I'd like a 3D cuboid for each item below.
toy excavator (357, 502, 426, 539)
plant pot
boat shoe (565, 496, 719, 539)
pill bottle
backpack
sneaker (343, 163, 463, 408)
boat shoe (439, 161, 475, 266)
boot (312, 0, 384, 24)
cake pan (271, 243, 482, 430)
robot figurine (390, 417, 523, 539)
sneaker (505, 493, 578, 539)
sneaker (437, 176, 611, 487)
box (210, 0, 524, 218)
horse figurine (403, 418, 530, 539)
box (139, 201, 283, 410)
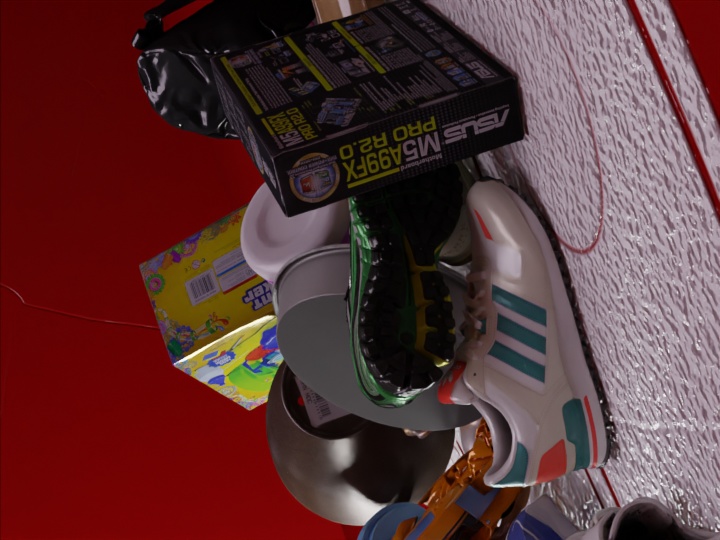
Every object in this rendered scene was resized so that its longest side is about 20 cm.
[{"bbox_3d":[0.084,0.276,1.217,0.195,0.099,0.200,53,147,15],"label":"toy excavator"},{"bbox_3d":[-0.011,0.127,1.278,0.200,0.185,0.188,66,-177,-72],"label":"plant pot"},{"bbox_3d":[0.156,0.161,0.787,0.200,0.071,0.066,176,80,-80],"label":"boat shoe"},{"bbox_3d":[0.000,0.000,1.136,0.200,0.104,0.105,38,-162,-43],"label":"pill bottle"},{"bbox_3d":[-0.099,-0.197,1.283,0.200,0.165,0.128,-58,-27,-56],"label":"backpack"},{"bbox_3d":[0.018,-0.006,0.920,0.085,0.077,0.202,125,153,-62],"label":"sneaker"},{"bbox_3d":[0.025,-0.090,1.023,0.063,0.073,0.202,15,-139,-50],"label":"boat shoe"},{"bbox_3d":[-0.003,-0.160,1.168,0.175,0.066,0.202,9,118,66],"label":"boot"},{"bbox_3d":[0.022,0.057,1.048,0.201,0.198,0.037,83,-157,-52],"label":"cake pan"},{"bbox_3d":[0.055,0.202,1.059,0.058,0.200,0.145,40,-169,3],"label":"robot figurine"},{"bbox_3d":[0.114,0.241,1.017,0.081,0.115,0.200,49,167,18],"label":"sneaker"},{"bbox_3d":[0.088,0.043,0.892,0.070,0.093,0.202,163,88,-81],"label":"sneaker"},{"bbox_3d":[-0.002,-0.115,0.922,0.200,0.159,0.045,-125,17,-60],"label":"box"},{"bbox_3d":[0.092,0.148,1.148,0.132,0.050,0.202,-28,72,50],"label":"horse figurine"},{"bbox_3d":[-0.089,0.028,1.464,0.123,0.199,0.193,67,-169,26],"label":"box"}]
